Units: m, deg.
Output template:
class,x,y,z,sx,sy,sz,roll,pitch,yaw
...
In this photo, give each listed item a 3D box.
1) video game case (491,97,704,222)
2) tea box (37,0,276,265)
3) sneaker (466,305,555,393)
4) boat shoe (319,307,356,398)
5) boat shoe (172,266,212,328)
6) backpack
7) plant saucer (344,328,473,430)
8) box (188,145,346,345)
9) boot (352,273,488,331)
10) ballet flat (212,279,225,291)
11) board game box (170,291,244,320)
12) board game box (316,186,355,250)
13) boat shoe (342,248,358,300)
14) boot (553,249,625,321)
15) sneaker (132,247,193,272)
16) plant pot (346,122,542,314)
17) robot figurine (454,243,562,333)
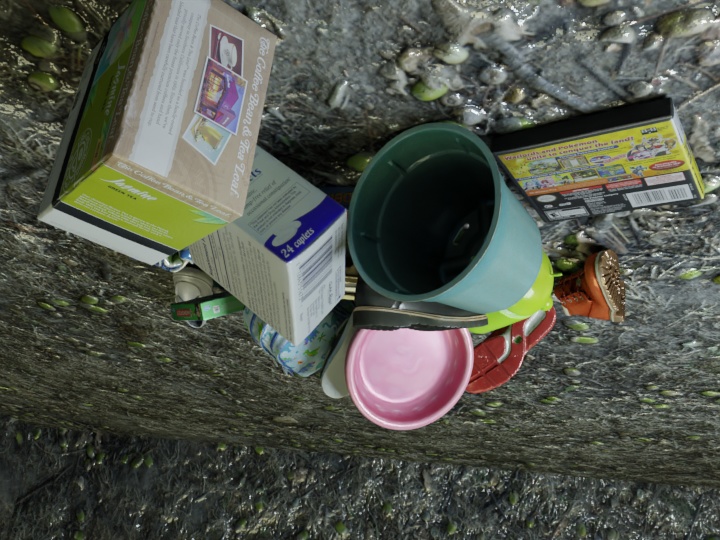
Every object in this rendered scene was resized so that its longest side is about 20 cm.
class,x,y,z,sx,sy,sz,roll,pitch,yaw
video game case,0.275,-0.117,0.863,0.196,0.026,0.180,-7,153,33
tea box,-0.197,-0.140,0.733,0.132,0.205,0.195,24,151,-35
sneaker,0.246,0.123,1.259,0.199,0.079,0.115,-40,176,12
boat shoe,-0.002,0.095,1.137,0.070,0.202,0.064,33,-175,-18
boat shoe,-0.315,0.054,1.396,0.070,0.070,0.201,10,157,-6
backpack,-0.094,0.082,1.176,0.162,0.154,0.200,-40,132,3
plant saucer,0.068,0.131,1.104,0.196,0.205,0.051,16,-169,-19
box,-0.120,-0.041,0.917,0.198,0.105,0.186,36,152,20
boot,0.084,0.010,1.018,0.196,0.142,0.077,5,169,-27
ballet flat,-0.172,-0.003,1.241,0.069,0.071,0.198,25,156,-36
board game box,-0.198,0.047,1.242,0.197,0.030,0.133,-14,-175,-34
board game box,-0.040,-0.071,1.059,0.195,0.035,0.136,2,157,13
boat shoe,0.000,0.000,1.060,0.195,0.070,0.075,-7,-157,-8
boot,0.340,0.028,1.128,0.105,0.077,0.200,3,158,23
sneaker,-0.311,-0.039,1.168,0.197,0.079,0.075,-13,152,44
plant pot,0.116,-0.041,0.899,0.196,0.206,0.195,-8,161,33
robot figurine,0.199,0.022,1.095,0.172,0.118,0.199,19,155,-22
